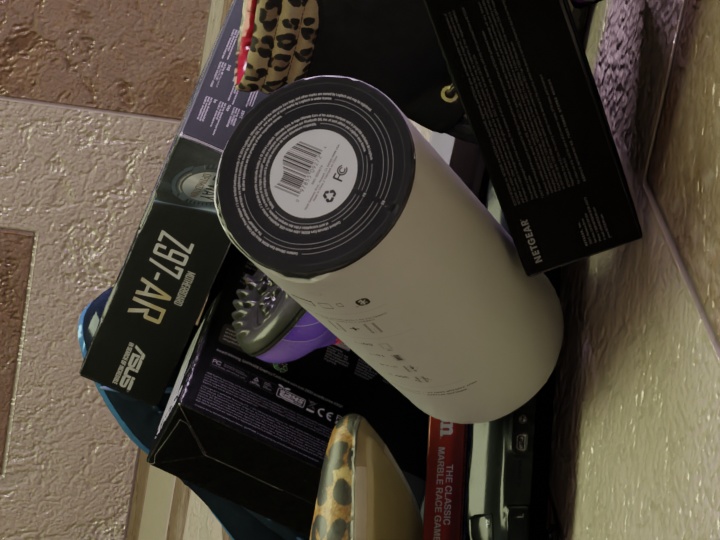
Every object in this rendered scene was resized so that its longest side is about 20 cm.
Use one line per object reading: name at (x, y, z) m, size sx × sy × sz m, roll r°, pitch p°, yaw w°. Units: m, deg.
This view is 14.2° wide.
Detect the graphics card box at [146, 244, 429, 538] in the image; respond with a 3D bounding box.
graphics card box at (-0.015, 0.037, 1.388) m, size 0.051 × 0.125 × 0.200 m, roll -58°, pitch 10°, yaw 40°

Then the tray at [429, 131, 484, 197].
tray at (0.056, -0.089, 1.499) m, size 0.107 × 0.022 × 0.201 m, roll -94°, pitch 14°, yaw -64°

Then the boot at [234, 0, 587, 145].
boot at (0.030, -0.153, 1.299) m, size 0.073 × 0.150 × 0.201 m, roll -100°, pitch 20°, yaw -64°

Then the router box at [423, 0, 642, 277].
router box at (0.051, -0.122, 1.164) m, size 0.157 × 0.052 × 0.200 m, roll -98°, pitch -12°, yaw -61°

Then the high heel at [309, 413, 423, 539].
high heel at (-0.042, 0.148, 1.315) m, size 0.071 × 0.142 × 0.201 m, roll -35°, pitch -52°, yaw -51°

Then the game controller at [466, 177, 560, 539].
game controller at (0.072, 0.042, 1.274) m, size 0.104 × 0.042 × 0.201 m, roll 76°, pitch -162°, yaw -72°

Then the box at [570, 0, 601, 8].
box at (0.074, -0.193, 1.112) m, size 0.200 × 0.036 × 0.143 m, roll 57°, pitch -166°, yaw -80°

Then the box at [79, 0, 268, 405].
box at (-0.073, -0.055, 1.428) m, size 0.200 × 0.043 × 0.160 m, roll -73°, pitch 7°, yaw -53°

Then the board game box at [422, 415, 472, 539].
board game box at (0.044, 0.111, 1.317) m, size 0.103 × 0.019 × 0.201 m, roll 56°, pitch -143°, yaw -76°

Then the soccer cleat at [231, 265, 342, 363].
soccer cleat at (0.000, 0.000, 1.270) m, size 0.068 × 0.073 × 0.200 m, roll -40°, pitch 9°, yaw 22°

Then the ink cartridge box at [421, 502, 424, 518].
ink cartridge box at (0.026, 0.114, 1.497) m, size 0.119 × 0.042 × 0.201 m, roll -100°, pitch 21°, yaw -63°

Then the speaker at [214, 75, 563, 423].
speaker at (0.016, -0.003, 1.143) m, size 0.200 × 0.081 × 0.081 m, roll 43°, pitch -132°, yaw -62°

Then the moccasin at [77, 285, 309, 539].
moccasin at (-0.057, 0.080, 1.470) m, size 0.080 × 0.200 × 0.068 m, roll -49°, pitch 10°, yaw -37°
